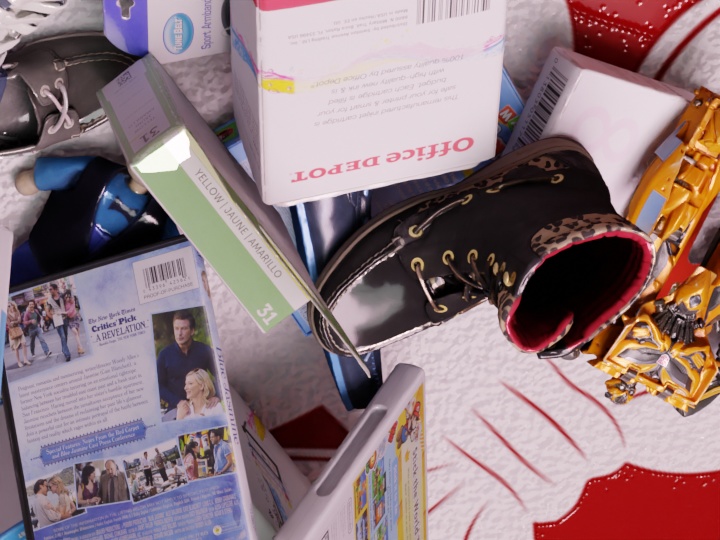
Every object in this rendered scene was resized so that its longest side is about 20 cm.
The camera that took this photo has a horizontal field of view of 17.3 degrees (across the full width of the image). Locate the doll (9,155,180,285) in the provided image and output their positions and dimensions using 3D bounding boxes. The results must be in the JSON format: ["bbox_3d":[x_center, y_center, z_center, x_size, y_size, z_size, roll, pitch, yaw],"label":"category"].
[{"bbox_3d":[-0.165,-0.009,1.473,0.136,0.049,0.200,34,113,-5],"label":"doll"}]

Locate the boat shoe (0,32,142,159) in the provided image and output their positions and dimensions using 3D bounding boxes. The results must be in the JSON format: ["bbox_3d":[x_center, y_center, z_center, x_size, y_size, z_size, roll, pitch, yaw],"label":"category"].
[{"bbox_3d":[-0.222,-0.091,1.417,0.199,0.057,0.067,-13,123,-3],"label":"boat shoe"}]

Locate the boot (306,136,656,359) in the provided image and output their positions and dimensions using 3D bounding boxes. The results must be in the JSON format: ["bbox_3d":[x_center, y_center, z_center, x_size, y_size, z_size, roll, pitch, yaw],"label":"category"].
[{"bbox_3d":[0.070,0.005,1.368,0.199,0.151,0.073,-28,115,-3],"label":"boot"}]

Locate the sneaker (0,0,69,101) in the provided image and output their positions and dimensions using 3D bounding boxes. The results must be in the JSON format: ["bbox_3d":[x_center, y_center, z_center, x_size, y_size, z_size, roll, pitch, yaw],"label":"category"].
[{"bbox_3d":[-0.204,-0.129,1.320,0.199,0.080,0.148,-4,91,32],"label":"sneaker"}]

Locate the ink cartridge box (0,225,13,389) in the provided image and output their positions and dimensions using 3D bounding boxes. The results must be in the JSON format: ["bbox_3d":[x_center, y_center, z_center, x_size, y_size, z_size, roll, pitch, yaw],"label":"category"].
[{"bbox_3d":[-0.315,0.067,1.413,0.145,0.147,0.200,19,132,-23],"label":"ink cartridge box"}]

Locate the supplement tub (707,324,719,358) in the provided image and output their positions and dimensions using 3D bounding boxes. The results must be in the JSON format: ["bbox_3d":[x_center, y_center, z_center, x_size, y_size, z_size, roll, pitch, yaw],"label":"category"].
[{"bbox_3d":[0.318,-0.007,1.536,0.122,0.123,0.201,22,115,-22],"label":"supplement tub"}]

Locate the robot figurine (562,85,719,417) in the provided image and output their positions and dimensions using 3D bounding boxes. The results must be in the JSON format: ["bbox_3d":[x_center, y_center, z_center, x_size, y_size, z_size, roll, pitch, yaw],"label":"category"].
[{"bbox_3d":[0.206,-0.003,1.465,0.144,0.058,0.201,25,98,-18],"label":"robot figurine"}]

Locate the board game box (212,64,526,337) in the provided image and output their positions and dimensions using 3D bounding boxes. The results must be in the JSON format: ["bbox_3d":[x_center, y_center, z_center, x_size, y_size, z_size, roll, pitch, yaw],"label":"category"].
[{"bbox_3d":[0.012,-0.066,1.490,0.199,0.037,0.152,-29,122,8],"label":"board game box"}]

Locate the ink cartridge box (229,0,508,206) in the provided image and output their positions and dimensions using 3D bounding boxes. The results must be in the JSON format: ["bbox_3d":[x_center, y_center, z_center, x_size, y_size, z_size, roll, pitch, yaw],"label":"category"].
[{"bbox_3d":[0.002,-0.144,1.331,0.147,0.086,0.201,-11,142,-12],"label":"ink cartridge box"}]

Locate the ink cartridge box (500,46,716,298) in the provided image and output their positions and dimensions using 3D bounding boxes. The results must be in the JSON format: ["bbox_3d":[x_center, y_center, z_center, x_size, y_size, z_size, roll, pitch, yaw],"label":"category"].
[{"bbox_3d":[0.175,-0.040,1.502,0.199,0.057,0.163,16,109,-26],"label":"ink cartridge box"}]

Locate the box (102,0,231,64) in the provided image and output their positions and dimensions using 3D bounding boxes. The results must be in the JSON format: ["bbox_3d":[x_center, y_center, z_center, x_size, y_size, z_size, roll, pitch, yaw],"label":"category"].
[{"bbox_3d":[-0.054,-0.182,1.369,0.199,0.042,0.119,-10,146,-11],"label":"box"}]

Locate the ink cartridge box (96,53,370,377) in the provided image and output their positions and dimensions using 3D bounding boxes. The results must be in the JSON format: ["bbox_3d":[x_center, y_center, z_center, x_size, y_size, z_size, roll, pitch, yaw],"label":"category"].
[{"bbox_3d":[-0.074,-0.023,1.335,0.048,0.200,0.146,-35,123,4],"label":"ink cartridge box"}]

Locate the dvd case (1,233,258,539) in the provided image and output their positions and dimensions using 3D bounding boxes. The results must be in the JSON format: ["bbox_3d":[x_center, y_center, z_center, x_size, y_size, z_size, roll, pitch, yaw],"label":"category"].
[{"bbox_3d":[-0.144,0.091,1.417,0.142,0.201,0.018,-16,166,15],"label":"dvd case"}]

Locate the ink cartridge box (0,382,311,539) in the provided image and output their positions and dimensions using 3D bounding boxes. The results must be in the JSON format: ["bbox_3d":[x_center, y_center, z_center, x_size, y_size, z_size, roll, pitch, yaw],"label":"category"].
[{"bbox_3d":[-0.125,0.159,1.536,0.147,0.145,0.200,-31,122,9],"label":"ink cartridge box"}]

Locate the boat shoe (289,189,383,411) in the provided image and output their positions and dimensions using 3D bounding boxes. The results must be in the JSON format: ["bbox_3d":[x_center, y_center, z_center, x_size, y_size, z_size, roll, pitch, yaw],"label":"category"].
[{"bbox_3d":[0.000,0.000,1.460,0.068,0.084,0.201,-14,126,-6],"label":"boat shoe"}]

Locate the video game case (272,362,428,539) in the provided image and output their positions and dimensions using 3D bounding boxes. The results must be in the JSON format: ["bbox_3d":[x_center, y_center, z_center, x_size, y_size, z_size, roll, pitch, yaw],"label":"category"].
[{"bbox_3d":[-0.003,0.188,1.470,0.023,0.182,0.201,13,129,21],"label":"video game case"}]
